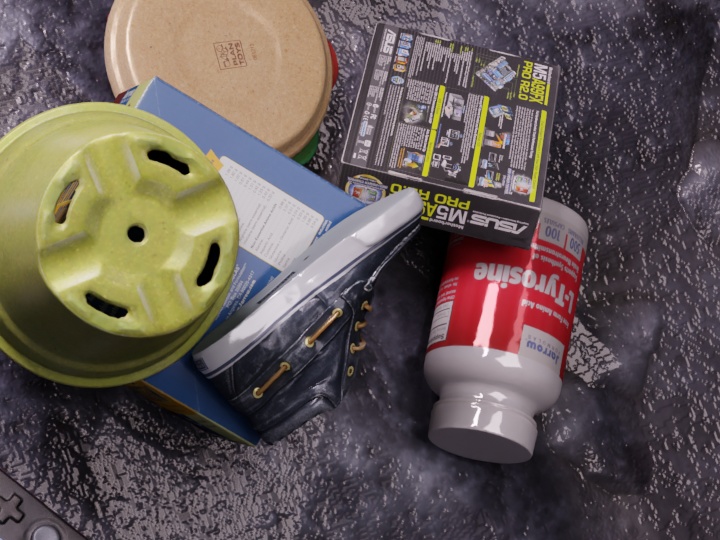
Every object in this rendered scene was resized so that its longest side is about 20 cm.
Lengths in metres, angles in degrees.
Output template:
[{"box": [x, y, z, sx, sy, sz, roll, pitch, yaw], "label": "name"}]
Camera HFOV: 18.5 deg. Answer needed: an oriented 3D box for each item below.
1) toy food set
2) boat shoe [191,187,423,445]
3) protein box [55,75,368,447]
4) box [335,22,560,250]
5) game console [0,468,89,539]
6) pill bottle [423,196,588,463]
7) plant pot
[{"box": [-0.110, -0.164, 1.766, 0.198, 0.049, 0.200, -29, 88, -27], "label": "toy food set"}, {"box": [-0.018, 0.032, 1.572, 0.200, 0.071, 0.091, -39, 102, -7], "label": "boat shoe"}, {"box": [-0.129, -0.005, 1.641, 0.200, 0.135, 0.199, 31, 81, -13], "label": "protein box"}, {"box": [0.072, -0.109, 1.758, 0.160, 0.044, 0.200, 13, 40, -1], "label": "box"}, {"box": [-0.294, 0.235, 1.572, 0.177, 0.031, 0.200, 40, 62, 0], "label": "game console"}, {"box": [0.113, 0.046, 1.770, 0.112, 0.112, 0.201, 19, 69, -18], "label": "pill bottle"}, {"box": [-0.161, -0.020, 1.466, 0.200, 0.184, 0.201, 0, 89, -16], "label": "plant pot"}]
